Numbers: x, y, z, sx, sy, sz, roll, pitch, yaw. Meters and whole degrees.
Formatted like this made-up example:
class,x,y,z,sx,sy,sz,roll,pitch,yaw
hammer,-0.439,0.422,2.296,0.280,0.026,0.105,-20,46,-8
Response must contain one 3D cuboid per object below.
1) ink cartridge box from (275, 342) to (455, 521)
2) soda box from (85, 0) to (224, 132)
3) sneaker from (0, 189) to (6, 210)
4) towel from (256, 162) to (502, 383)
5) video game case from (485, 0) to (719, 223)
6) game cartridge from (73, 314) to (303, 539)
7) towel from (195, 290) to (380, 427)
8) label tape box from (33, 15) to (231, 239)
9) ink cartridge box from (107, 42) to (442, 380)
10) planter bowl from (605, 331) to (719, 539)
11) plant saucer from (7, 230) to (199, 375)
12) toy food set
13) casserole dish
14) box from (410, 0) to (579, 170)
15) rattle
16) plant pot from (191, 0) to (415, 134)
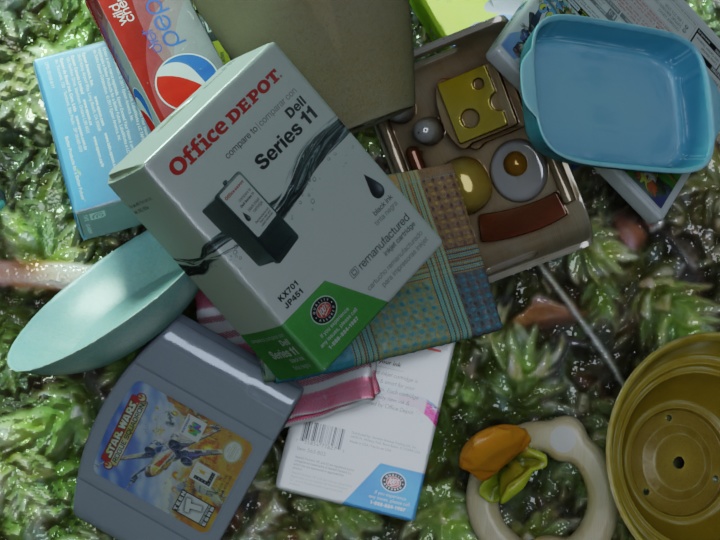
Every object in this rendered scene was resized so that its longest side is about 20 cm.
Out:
class,x,y,z,sx,sy,sz,roll,pitch,yaw
ink cartridge box,0.010,0.092,1.456,0.115,0.068,0.200,14,83,1
soda box,-0.149,-0.160,1.405,0.070,0.063,0.200,-24,71,-12
sneaker,-0.346,-0.133,1.455,0.091,0.078,0.200,-42,90,-12
towel,0.000,0.000,1.392,0.200,0.022,0.147,-12,78,-21
video game case,0.216,-0.169,1.478,0.200,0.022,0.182,44,60,-15
game cartridge,-0.144,0.139,1.406,0.133,0.042,0.200,27,115,-3
towel,-0.067,0.025,1.432,0.146,0.030,0.200,-16,71,19
label tape box,-0.150,-0.123,1.460,0.200,0.066,0.144,-15,70,-8
ink cartridge box,-0.062,-0.043,1.307,0.200,0.083,0.147,48,67,-13
planter bowl,0.274,0.154,1.458,0.200,0.083,0.201,3,80,-17
plant saucer,-0.182,0.027,1.396,0.201,0.201,0.039,-37,109,-8
toy food set,0.088,-0.090,1.462,0.143,0.060,0.200,-21,89,17
casserole dish,0.199,-0.134,1.423,0.200,0.039,0.121,4,76,-31
box,0.141,-0.179,1.513,0.122,0.048,0.200,-30,86,-5
rattle,0.152,0.217,1.419,0.130,0.143,0.200,-10,83,-3
plant pot,-0.038,-0.202,1.383,0.187,0.187,0.200,-21,91,-7
